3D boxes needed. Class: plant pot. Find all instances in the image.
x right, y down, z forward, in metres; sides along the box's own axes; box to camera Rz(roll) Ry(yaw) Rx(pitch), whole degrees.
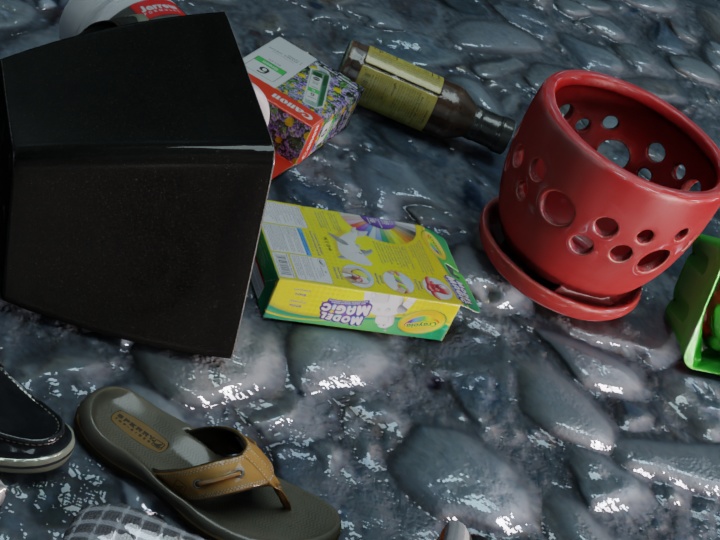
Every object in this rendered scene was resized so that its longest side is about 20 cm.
[{"bbox_3d":[-0.185,-0.069,1.090,0.177,0.200,0.200,1,39,-19],"label":"plant pot"},{"bbox_3d":[0.223,-0.063,1.374,0.200,0.183,0.200,19,32,-13],"label":"plant pot"}]

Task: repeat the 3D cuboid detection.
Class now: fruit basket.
[{"bbox_3d":[0.414,0.064,1.385,0.215,0.156,0.216,18,16,-5],"label":"fruit basket"}]

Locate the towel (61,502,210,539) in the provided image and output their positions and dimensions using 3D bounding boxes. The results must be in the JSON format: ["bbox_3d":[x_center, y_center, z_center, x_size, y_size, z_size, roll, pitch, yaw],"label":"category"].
[{"bbox_3d":[-0.098,0.232,0.808,0.200,0.086,0.166,24,33,-5],"label":"towel"}]

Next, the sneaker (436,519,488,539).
[{"bbox_3d":[0.090,0.246,0.932,0.112,0.078,0.200,25,32,-1],"label":"sneaker"}]

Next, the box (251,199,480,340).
[{"bbox_3d":[0.000,0.000,1.250,0.200,0.048,0.117,7,36,-25],"label":"box"}]

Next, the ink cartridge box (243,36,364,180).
[{"bbox_3d":[-0.085,-0.159,1.410,0.109,0.050,0.200,32,31,8],"label":"ink cartridge box"}]

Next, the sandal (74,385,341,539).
[{"bbox_3d":[-0.102,0.130,0.980,0.200,0.055,0.082,33,32,9],"label":"sandal"}]

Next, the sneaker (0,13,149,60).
[{"bbox_3d":[-0.248,-0.160,1.200,0.106,0.200,0.075,-8,85,-34],"label":"sneaker"}]

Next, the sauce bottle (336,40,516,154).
[{"bbox_3d":[0.069,-0.180,1.543,0.200,0.065,0.065,24,32,-7],"label":"sauce bottle"}]

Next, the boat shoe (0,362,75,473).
[{"bbox_3d":[-0.274,0.066,0.939,0.200,0.062,0.075,31,30,4],"label":"boat shoe"}]

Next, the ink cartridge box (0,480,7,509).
[{"bbox_3d":[-0.323,0.108,0.822,0.200,0.085,0.146,43,36,21],"label":"ink cartridge box"}]

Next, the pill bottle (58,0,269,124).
[{"bbox_3d":[-0.182,-0.177,1.304,0.114,0.114,0.200,-11,48,-45],"label":"pill bottle"}]
